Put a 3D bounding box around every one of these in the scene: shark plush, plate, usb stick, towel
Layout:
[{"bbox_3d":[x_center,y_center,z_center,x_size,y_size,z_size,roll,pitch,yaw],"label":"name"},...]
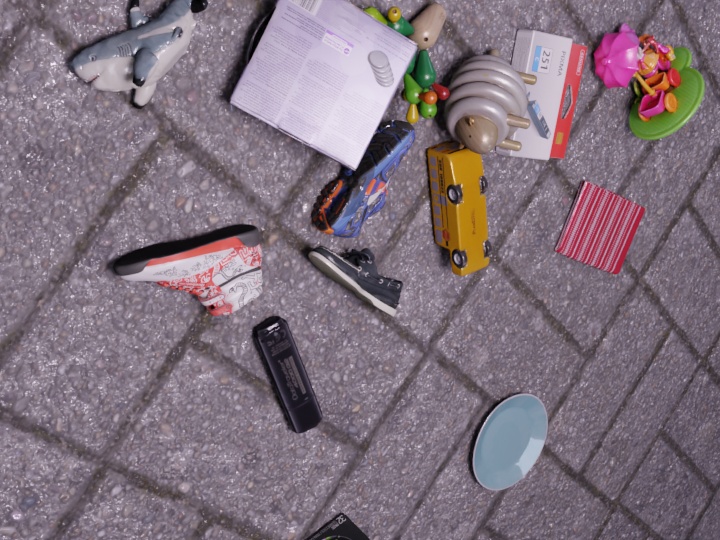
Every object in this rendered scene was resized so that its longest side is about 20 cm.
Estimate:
[{"bbox_3d":[-0.242,-0.284,0.917,0.083,0.091,0.201,38,86,-7],"label":"shark plush"},{"bbox_3d":[0.285,0.329,1.526,0.198,0.025,0.203,-12,112,-33],"label":"plate"},{"bbox_3d":[-0.107,0.160,1.183,0.055,0.033,0.202,-27,120,-17],"label":"usb stick"},{"bbox_3d":[0.462,-0.080,1.516,0.198,0.022,0.146,16,98,-36],"label":"towel"}]

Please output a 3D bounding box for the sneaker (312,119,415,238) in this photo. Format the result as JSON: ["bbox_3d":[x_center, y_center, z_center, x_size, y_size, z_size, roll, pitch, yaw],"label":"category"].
[{"bbox_3d":[0.012,-0.132,1.146,0.201,0.075,0.078,-51,139,8],"label":"sneaker"}]

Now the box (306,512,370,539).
[{"bbox_3d":[-0.053,0.528,1.272,0.199,0.148,0.126,-31,123,-24],"label":"box"}]

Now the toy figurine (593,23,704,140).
[{"bbox_3d":[0.494,-0.364,1.390,0.183,0.149,0.202,31,65,-29],"label":"toy figurine"}]

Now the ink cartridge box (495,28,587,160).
[{"bbox_3d":[0.320,-0.289,1.328,0.174,0.045,0.203,-1,106,-34],"label":"ink cartridge box"}]

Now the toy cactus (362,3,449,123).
[{"bbox_3d":[0.074,-0.316,1.123,0.200,0.102,0.166,43,70,-29],"label":"toy cactus"}]

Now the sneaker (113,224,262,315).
[{"bbox_3d":[-0.216,0.014,1.032,0.200,0.067,0.109,-18,113,-33],"label":"sneaker"}]

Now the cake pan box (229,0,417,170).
[{"bbox_3d":[-0.052,-0.256,1.024,0.198,0.052,0.186,25,91,-15],"label":"cake pan box"}]

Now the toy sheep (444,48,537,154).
[{"bbox_3d":[0.192,-0.257,1.190,0.138,0.137,0.202,46,45,-37],"label":"toy sheep"}]

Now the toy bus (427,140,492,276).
[{"bbox_3d":[0.157,-0.098,1.254,0.065,0.078,0.203,-22,117,-29],"label":"toy bus"}]

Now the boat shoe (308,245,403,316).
[{"bbox_3d":[0.002,0.001,1.180,0.199,0.074,0.067,36,82,-38],"label":"boat shoe"}]
